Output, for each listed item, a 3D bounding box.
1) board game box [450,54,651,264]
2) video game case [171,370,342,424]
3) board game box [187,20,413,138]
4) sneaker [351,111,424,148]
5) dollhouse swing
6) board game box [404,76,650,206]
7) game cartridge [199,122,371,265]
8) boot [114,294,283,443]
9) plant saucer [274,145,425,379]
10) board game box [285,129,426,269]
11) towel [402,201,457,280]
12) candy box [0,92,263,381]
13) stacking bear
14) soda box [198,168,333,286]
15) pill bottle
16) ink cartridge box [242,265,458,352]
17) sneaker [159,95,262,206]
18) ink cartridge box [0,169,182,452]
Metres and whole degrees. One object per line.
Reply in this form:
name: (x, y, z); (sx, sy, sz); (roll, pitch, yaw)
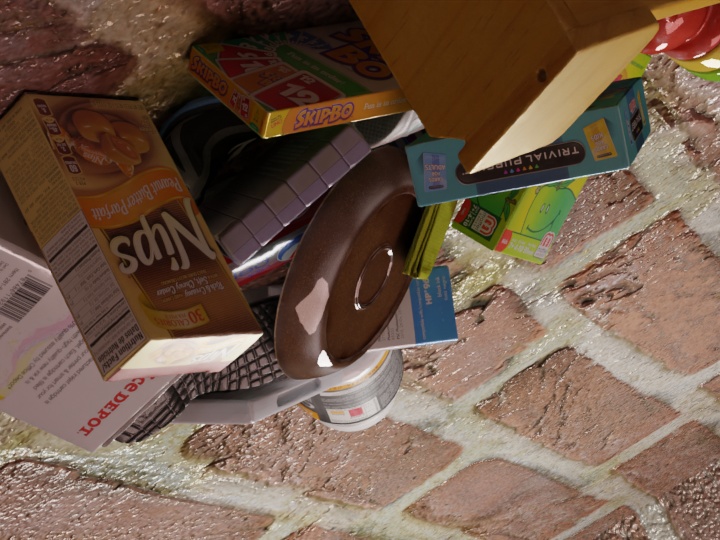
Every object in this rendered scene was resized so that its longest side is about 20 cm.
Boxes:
board game box: (0.160, -0.108, 1.778); (0.102, 0.048, 0.200); (13, 106, -61)
video game case: (-0.142, 0.102, 1.820); (0.200, 0.024, 0.182); (-1, -172, 24)
board game box: (-0.014, -0.141, 1.520); (0.200, 0.096, 0.030); (-11, 130, -39)
sneaker: (0.069, -0.162, 1.638); (0.200, 0.070, 0.080); (-32, 168, 27)
dollhouse swing: (0.125, -0.199, 1.421); (0.176, 0.200, 0.182); (-11, 153, -42)
board game box: (0.126, -0.095, 1.554); (0.151, 0.047, 0.200); (-10, -171, 14)
game cartridge: (-0.061, -0.060, 1.574); (0.130, 0.038, 0.200); (-37, -169, -6)
boot: (-0.139, 0.054, 1.731); (0.200, 0.131, 0.068); (-26, 119, -6)
plant saucer: (0.000, 0.000, 1.682); (0.200, 0.032, 0.200); (-50, 154, -35)
board game box: (0.020, -0.071, 1.818); (0.200, 0.034, 0.134); (-27, 160, -6)
towel: (0.083, -0.086, 1.716); (0.086, 0.018, 0.200); (10, 102, -77)
candy box: (-0.160, -0.024, 1.449); (0.055, 0.200, 0.115); (-42, 157, 31)
stacking bear: (0.282, -0.208, 1.753); (0.200, 0.121, 0.114); (7, 133, -47)
soda box: (-0.090, -0.035, 1.704); (0.200, 0.070, 0.063); (-27, 162, -8)
pill bottle: (-0.020, 0.079, 2.000); (0.116, 0.116, 0.200); (-28, 159, -5)
ink cartridge box: (-0.031, 0.041, 1.826); (0.200, 0.068, 0.116); (-7, 178, -16)
sneaker: (-0.134, -0.059, 1.569); (0.200, 0.083, 0.071); (-36, 155, 15)
ink cartridge box: (-0.229, 0.027, 1.521); (0.200, 0.084, 0.145); (28, 125, -30)
